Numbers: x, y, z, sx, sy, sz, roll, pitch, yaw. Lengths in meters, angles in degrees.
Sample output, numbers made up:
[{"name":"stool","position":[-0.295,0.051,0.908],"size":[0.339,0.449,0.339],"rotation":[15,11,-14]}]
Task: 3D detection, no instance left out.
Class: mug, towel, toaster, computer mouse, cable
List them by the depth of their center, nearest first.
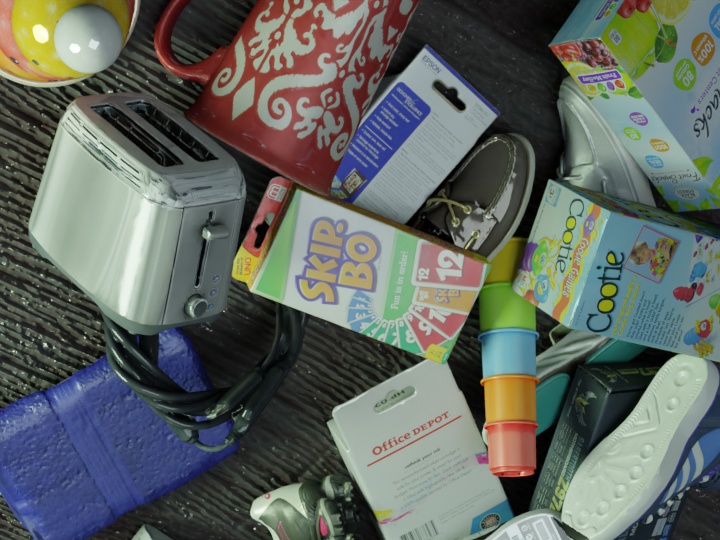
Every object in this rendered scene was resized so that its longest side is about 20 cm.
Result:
[{"name":"toaster","position":[-0.175,-0.052,1.539],"size":[0.113,0.200,0.130],"rotation":[-9,127,-44]},{"name":"mug","position":[-0.052,-0.187,1.568],"size":[0.177,0.133,0.201],"rotation":[28,95,-26]},{"name":"cable","position":[-0.124,0.040,1.635],"size":[0.163,0.051,0.200],"rotation":[39,59,-8]},{"name":"towel","position":[-0.214,0.139,1.675],"size":[0.199,0.050,0.148],"rotation":[-29,122,-7]},{"name":"computer mouse","position":[0.099,0.273,1.740],"size":[0.199,0.044,0.110],"rotation":[-25,94,-2]}]

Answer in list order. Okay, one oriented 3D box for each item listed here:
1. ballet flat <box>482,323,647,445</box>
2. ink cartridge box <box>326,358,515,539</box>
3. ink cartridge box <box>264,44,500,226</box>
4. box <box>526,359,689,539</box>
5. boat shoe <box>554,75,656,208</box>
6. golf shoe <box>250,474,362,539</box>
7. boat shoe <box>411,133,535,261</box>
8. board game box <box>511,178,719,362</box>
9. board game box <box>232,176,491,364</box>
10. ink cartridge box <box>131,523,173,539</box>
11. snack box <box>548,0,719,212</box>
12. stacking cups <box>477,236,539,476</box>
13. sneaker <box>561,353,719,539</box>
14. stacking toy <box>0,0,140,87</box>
[{"name":"ballet flat","position":[0.177,0.085,1.769],"size":[0.200,0.069,0.070],"rotation":[-36,116,-12]},{"name":"ink cartridge box","position":[0.049,0.166,1.755],"size":[0.115,0.068,0.201],"rotation":[-27,115,-8]},{"name":"ink cartridge box","position":[0.018,-0.089,1.674],"size":[0.095,0.037,0.200],"rotation":[40,96,-25]},{"name":"box","position":[0.235,0.178,1.793],"size":[0.157,0.051,0.201],"rotation":[0,116,-37]},{"name":"boat shoe","position":[0.204,-0.075,1.726],"size":[0.068,0.072,0.201],"rotation":[-32,125,-10]},{"name":"golf shoe","position":[-0.034,0.269,1.774],"size":[0.088,0.077,0.201],"rotation":[-6,118,14]},{"name":"boat shoe","position":[0.077,-0.032,1.688],"size":[0.059,0.072,0.200],"rotation":[18,108,-50]},{"name":"board game box","position":[0.247,0.004,1.676],"size":[0.199,0.103,0.105],"rotation":[13,102,-29]},{"name":"board game box","position":[0.000,0.000,1.636],"size":[0.199,0.030,0.096],"rotation":[22,103,-15]},{"name":"ink cartridge box","position":[-0.160,0.340,1.759],"size":[0.200,0.047,0.160],"rotation":[37,94,-23]},{"name":"snack box","position":[0.272,-0.178,1.674],"size":[0.200,0.068,0.169],"rotation":[48,62,-27]},{"name":"stacking cups","position":[0.122,0.075,1.701],"size":[0.060,0.060,0.201],"rotation":[7,75,-20]},{"name":"sneaker","position":[0.276,0.181,1.734],"size":[0.200,0.080,0.146],"rotation":[-54,131,-5]},{"name":"stacking toy","position":[-0.219,-0.189,1.470],"size":[0.145,0.200,0.147],"rotation":[-6,110,-16]}]
